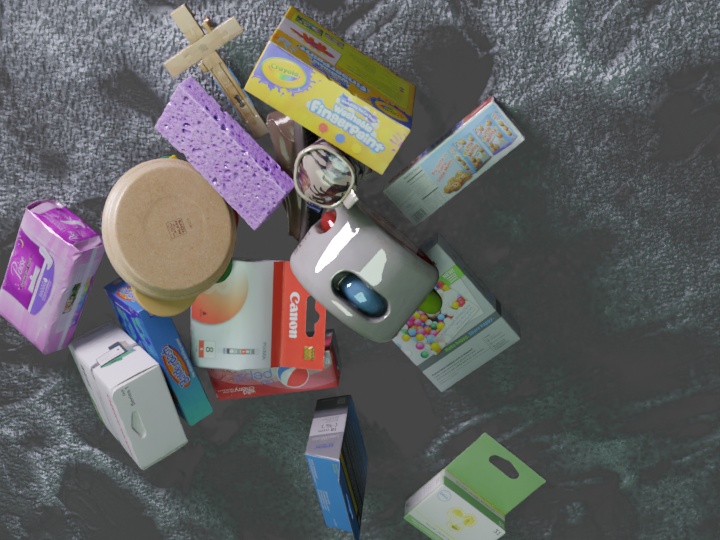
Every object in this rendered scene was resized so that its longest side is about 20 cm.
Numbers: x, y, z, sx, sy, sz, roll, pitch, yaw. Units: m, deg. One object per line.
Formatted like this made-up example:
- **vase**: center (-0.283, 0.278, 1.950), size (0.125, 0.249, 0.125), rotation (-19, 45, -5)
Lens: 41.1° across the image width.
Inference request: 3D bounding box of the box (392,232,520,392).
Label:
- **box**: center (0.117, 0.065, 1.420), size (0.155, 0.041, 0.200), rotation (-36, 108, 21)

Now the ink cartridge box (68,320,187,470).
- **ink cartridge box**: center (-0.349, 0.183, 1.437), size (0.084, 0.199, 0.148), rotation (-28, 120, -24)

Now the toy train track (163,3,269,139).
- **toy train track**: center (-0.184, -0.266, 1.282), size (0.113, 0.033, 0.201), rotation (-29, 118, 11)

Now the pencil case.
- **pencil case**: center (-0.027, -0.134, 1.245), size (0.077, 0.200, 0.090), rotation (-34, 98, 18)

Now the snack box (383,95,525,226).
- **snack box**: center (0.126, -0.147, 1.314), size (0.199, 0.024, 0.072), rotation (-38, 108, 23)

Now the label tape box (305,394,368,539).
- **label tape box**: center (-0.037, 0.311, 1.476), size (0.062, 0.201, 0.146), rotation (-8, 117, 10)

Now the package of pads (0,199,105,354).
- **package of pads**: center (-0.458, 0.009, 1.412), size (0.120, 0.075, 0.202), rotation (35, 118, 14)

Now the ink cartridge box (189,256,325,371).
- **ink cartridge box**: center (-0.151, 0.066, 1.405), size (0.196, 0.050, 0.166), rotation (4, 97, 12)

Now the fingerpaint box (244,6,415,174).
- **fingerpaint box**: center (-0.033, -0.228, 1.206), size (0.198, 0.168, 0.074), rotation (30, 117, -11)

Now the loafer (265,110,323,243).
- **loafer**: center (-0.093, -0.135, 1.325), size (0.070, 0.073, 0.203), rotation (7, 117, 16)

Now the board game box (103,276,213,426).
- **board game box**: center (-0.302, 0.117, 1.434), size (0.045, 0.151, 0.203), rotation (-32, 117, -23)

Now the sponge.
- **sponge**: center (-0.183, -0.155, 1.293), size (0.200, 0.030, 0.111), rotation (46, 143, -5)

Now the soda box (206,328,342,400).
- **soda box**: center (-0.131, 0.145, 1.475), size (0.196, 0.064, 0.071), rotation (-8, 117, 10)

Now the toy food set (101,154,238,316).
- **toy food set**: center (-0.259, -0.055, 1.328), size (0.201, 0.198, 0.048), rotation (55, 154, -13)

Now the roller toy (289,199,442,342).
- **roller toy**: center (0.000, 0.000, 1.293), size (0.140, 0.200, 0.182), rotation (-51, 148, 8)

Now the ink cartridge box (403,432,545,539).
- **ink cartridge box**: center (0.187, 0.377, 1.577), size (0.145, 0.048, 0.200), rotation (38, 118, -13)
